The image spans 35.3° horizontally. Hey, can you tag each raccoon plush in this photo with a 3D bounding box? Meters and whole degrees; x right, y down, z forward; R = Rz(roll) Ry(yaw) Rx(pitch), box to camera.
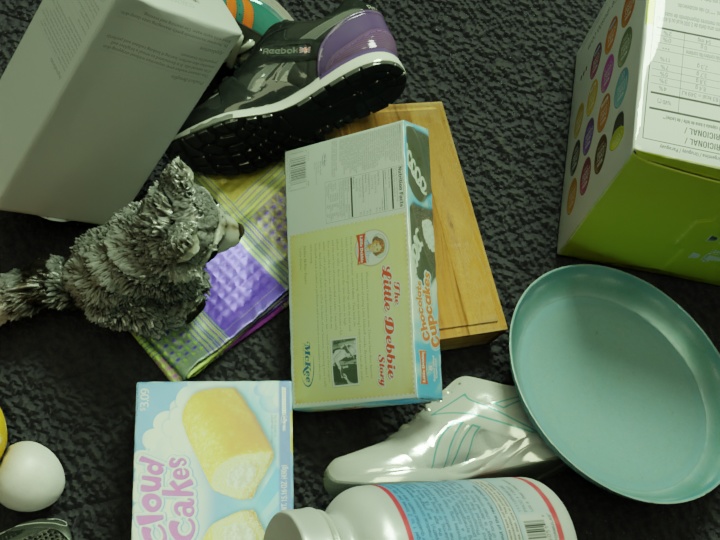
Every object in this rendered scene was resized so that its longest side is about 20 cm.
[{"bbox_3d":[-0.180,-0.002,0.802,0.198,0.134,0.098,-23,75,-13],"label":"raccoon plush"}]

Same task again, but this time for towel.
[{"bbox_3d":[-0.109,-0.022,0.899,0.199,0.023,0.144,-38,78,-17],"label":"towel"}]

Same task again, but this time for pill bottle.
[{"bbox_3d":[0.039,0.197,0.756,0.198,0.109,0.110,3,68,-27],"label":"pill bottle"}]

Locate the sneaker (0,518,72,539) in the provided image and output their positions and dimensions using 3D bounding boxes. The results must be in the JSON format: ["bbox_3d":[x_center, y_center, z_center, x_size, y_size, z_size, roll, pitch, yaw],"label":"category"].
[{"bbox_3d":[-0.280,0.234,0.754,0.199,0.086,0.081,-30,77,-16],"label":"sneaker"}]

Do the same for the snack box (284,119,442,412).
[{"bbox_3d":[0.000,0.000,0.841,0.115,0.037,0.203,-9,78,36],"label":"snack box"}]

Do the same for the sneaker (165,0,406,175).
[{"bbox_3d":[-0.066,-0.145,0.890,0.198,0.076,0.088,-21,63,5],"label":"sneaker"}]

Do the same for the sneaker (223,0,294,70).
[{"bbox_3d":[-0.127,-0.200,0.902,0.199,0.071,0.080,36,43,-22],"label":"sneaker"}]

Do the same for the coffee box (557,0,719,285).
[{"bbox_3d":[0.280,-0.115,0.877,0.197,0.200,0.200,11,70,-2],"label":"coffee box"}]

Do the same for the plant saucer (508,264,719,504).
[{"bbox_3d":[0.196,0.086,0.857,0.198,0.027,0.202,13,52,-17],"label":"plant saucer"}]

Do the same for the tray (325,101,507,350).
[{"bbox_3d":[0.042,-0.036,0.901,0.097,0.037,0.202,-6,69,-23],"label":"tray"}]

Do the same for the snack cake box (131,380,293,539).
[{"bbox_3d":[-0.104,0.183,0.801,0.113,0.067,0.203,0,70,-7],"label":"snack cake box"}]

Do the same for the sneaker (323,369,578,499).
[{"bbox_3d":[0.064,0.127,0.843,0.198,0.071,0.081,-9,65,-17],"label":"sneaker"}]

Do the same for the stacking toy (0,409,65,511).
[{"bbox_3d":[-0.299,0.112,0.794,0.198,0.146,0.148,25,68,-15],"label":"stacking toy"}]

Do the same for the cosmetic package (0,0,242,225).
[{"bbox_3d":[-0.189,-0.132,0.823,0.112,0.200,0.082,10,41,-47],"label":"cosmetic package"}]
